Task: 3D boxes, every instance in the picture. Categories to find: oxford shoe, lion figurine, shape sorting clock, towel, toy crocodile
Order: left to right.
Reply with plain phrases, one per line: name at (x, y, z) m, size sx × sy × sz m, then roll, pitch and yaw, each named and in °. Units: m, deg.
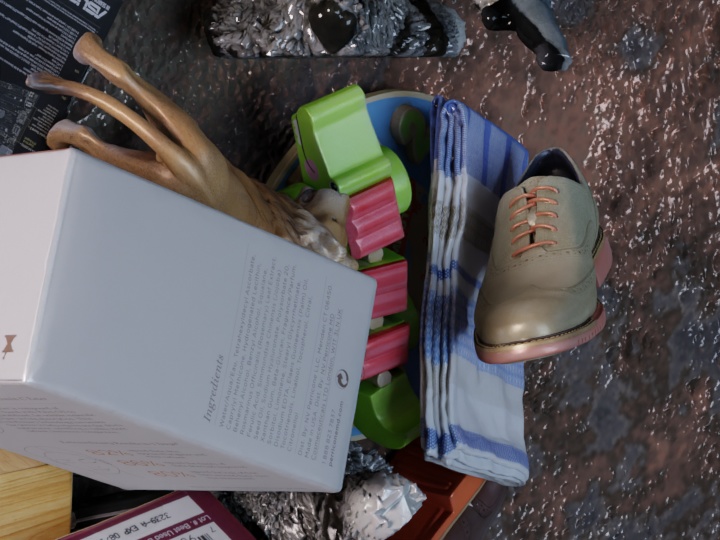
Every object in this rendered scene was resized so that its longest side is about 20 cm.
lion figurine at (-0.079, -0.039, 1.384) m, size 0.072 × 0.122 × 0.200 m, roll -53°, pitch 157°, yaw 6°
toy crocodile at (0.000, 0.000, 1.501) m, size 0.067 × 0.062 × 0.200 m, roll -21°, pitch 117°, yaw -30°
shape sorting clock at (0.008, -0.001, 1.573) m, size 0.200 × 0.039 × 0.200 m, roll -14°, pitch 112°, yaw -39°
oxford shoe at (0.023, 0.175, 1.620) m, size 0.200 × 0.071 × 0.073 m, roll -50°, pitch 135°, yaw -20°
towel at (0.067, 0.015, 1.560) m, size 0.147 × 0.024 × 0.200 m, roll 28°, pitch 62°, yaw -66°
oxford shoe at (0.089, -0.007, 1.502) m, size 0.200 × 0.071 × 0.074 m, roll -71°, pitch 150°, yaw -70°

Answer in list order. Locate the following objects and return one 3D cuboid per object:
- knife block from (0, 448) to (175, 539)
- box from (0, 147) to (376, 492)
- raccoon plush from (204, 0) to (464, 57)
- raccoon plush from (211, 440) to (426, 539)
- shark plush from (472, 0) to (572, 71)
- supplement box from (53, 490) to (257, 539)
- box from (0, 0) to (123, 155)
knife block at (-0.186, 0.135, 1.420) m, size 0.200 × 0.064 × 0.176 m, roll -54°, pitch 131°, yaw -17°
box at (-0.118, 0.028, 1.316) m, size 0.200 × 0.152 × 0.106 m, roll 24°, pitch 71°, yaw -44°
raccoon plush at (-0.020, -0.177, 1.476) m, size 0.200 × 0.097 × 0.134 m, roll -9°, pitch 98°, yaw -67°
raccoon plush at (-0.038, 0.082, 1.452) m, size 0.097 × 0.200 × 0.134 m, roll -38°, pitch 91°, yaw -33°
shark plush at (0.084, -0.179, 1.484) m, size 0.083 × 0.200 × 0.091 m, roll -22°, pitch 118°, yaw 15°
supplement box at (-0.116, 0.218, 1.444) m, size 0.110 × 0.086 × 0.200 m, roll -19°, pitch 140°, yaw -38°
box at (-0.222, -0.105, 1.331) m, size 0.200 × 0.044 × 0.160 m, roll 31°, pitch 81°, yaw -43°
